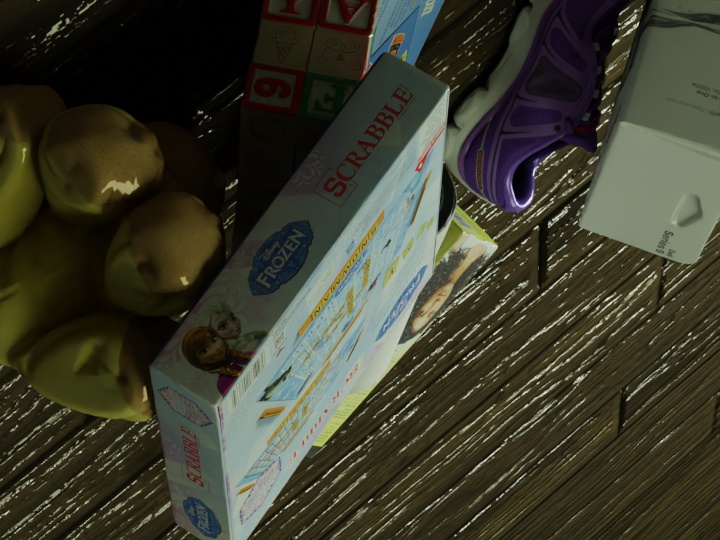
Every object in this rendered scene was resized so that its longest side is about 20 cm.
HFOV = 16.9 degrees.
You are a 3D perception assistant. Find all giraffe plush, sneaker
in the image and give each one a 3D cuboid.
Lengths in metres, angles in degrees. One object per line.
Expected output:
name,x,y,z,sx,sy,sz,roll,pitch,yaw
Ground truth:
giraffe plush,-0.121,-0.010,1.215,0.162,0.173,0.200,-28,162,-53
sneaker,0.135,-0.123,1.546,0.080,0.083,0.200,-11,140,-55

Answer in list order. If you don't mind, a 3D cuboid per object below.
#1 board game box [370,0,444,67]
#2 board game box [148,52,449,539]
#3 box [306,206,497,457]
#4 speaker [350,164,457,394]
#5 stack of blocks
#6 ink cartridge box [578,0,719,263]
board game box,0.001,-0.129,1.382,0.103,0.019,0.200,-22,149,-42
board game box,-0.028,0.022,1.200,0.200,0.041,0.200,-54,165,-23
box,0.002,0.038,1.642,0.200,0.050,0.075,-49,158,11
speaker,0.000,0.000,1.501,0.081,0.081,0.200,-33,163,-27
stack of blocks,-0.031,-0.068,1.301,0.200,0.058,0.116,99,0,-56
ink cartridge box,0.212,-0.128,1.537,0.146,0.084,0.201,102,7,-63
